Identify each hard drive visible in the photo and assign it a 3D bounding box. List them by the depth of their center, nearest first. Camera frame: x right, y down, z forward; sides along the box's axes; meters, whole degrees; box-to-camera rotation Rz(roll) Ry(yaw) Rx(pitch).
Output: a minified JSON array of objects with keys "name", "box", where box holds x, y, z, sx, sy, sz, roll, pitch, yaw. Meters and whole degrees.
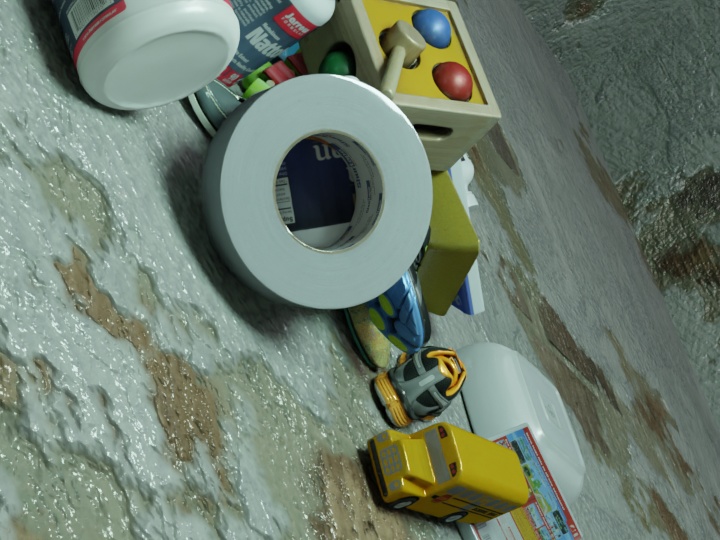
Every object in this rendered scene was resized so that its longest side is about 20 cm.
[{"name":"hard drive","box":[0.094,-0.061,1.567,0.132,0.025,0.203,-145,-139,-64]}]

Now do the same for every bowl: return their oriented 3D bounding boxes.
[{"name":"bowl","box":[0.203,0.188,1.639,0.200,0.074,0.201,40,26,-44]}]

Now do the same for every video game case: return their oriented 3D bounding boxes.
[{"name":"video game case","box":[0.160,0.249,1.439,0.199,0.017,0.144,-9,70,-55]}]

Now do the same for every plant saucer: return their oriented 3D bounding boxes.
[{"name":"plant saucer","box":[0.059,-0.065,1.549,0.200,0.048,0.202,111,-40,-64]}]

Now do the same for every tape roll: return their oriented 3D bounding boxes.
[{"name":"tape roll","box":[-0.038,-0.067,1.173,0.201,0.200,0.066,56,-19,-12]}]

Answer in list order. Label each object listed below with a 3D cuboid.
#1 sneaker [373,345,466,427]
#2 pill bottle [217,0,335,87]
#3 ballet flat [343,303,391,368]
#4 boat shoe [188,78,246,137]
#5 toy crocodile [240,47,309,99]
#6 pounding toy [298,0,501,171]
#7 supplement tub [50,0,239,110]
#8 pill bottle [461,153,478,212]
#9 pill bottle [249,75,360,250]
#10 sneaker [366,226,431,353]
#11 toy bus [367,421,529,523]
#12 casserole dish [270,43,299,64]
[{"name":"sneaker","box":[0.079,0.114,1.410,0.079,0.077,0.200,59,17,1]},{"name":"pill bottle","box":[-0.094,-0.279,1.333,0.120,0.199,0.120,50,21,-27]},{"name":"ballet flat","box":[0.000,0.000,1.384,0.071,0.070,0.202,14,49,-65]},{"name":"boat shoe","box":[-0.100,-0.148,1.340,0.200,0.061,0.074,37,31,-50]},{"name":"toy crocodile","box":[-0.062,-0.213,1.453,0.068,0.062,0.199,46,47,13]},{"name":"pounding toy","box":[0.038,-0.202,1.380,0.198,0.142,0.186,2,58,-38]},{"name":"supplement tub","box":[-0.194,-0.251,1.115,0.140,0.139,0.202,17,47,-64]},{"name":"pill bottle","box":[0.075,-0.156,1.743,0.202,0.112,0.112,64,18,8]},{"name":"pill bottle","box":[-0.037,-0.076,1.268,0.111,0.110,0.203,-22,103,-72]},{"name":"sneaker","box":[0.041,-0.015,1.331,0.082,0.071,0.202,5,59,-34]},{"name":"toy bus","box":[0.085,0.195,1.286,0.199,0.078,0.066,29,40,-55]},{"name":"casserole dish","box":[-0.112,-0.297,1.569,0.121,0.039,0.201,49,21,-32]}]
